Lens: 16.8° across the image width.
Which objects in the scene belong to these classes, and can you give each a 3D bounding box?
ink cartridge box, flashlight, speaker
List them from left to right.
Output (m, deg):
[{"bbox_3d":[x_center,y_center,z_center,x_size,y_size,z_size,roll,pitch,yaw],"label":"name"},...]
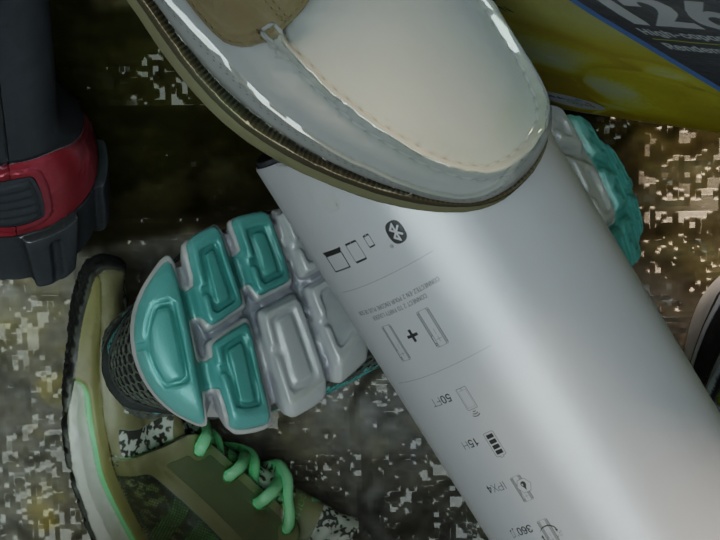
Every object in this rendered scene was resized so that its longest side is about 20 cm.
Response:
[{"bbox_3d":[-0.113,-0.076,0.743,0.068,0.068,0.200,27,146,17],"label":"flashlight"},{"bbox_3d":[0.054,0.033,0.714,0.081,0.081,0.200,-31,98,10],"label":"speaker"},{"bbox_3d":[0.063,-0.086,0.680,0.200,0.197,0.047,22,87,-40],"label":"ink cartridge box"}]

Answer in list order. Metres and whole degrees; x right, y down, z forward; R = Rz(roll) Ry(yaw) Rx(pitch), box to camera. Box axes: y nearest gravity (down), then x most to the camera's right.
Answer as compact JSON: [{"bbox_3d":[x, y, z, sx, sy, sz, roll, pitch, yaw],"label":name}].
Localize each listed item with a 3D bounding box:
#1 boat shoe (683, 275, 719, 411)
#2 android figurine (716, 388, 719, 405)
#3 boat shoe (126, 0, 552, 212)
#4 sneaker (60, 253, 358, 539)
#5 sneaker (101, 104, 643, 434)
[{"bbox_3d":[0.131,0.099,0.825,0.071,0.068,0.201,10,104,1],"label":"boat shoe"},{"bbox_3d":[0.194,0.025,0.783,0.181,0.041,0.201,18,93,-31],"label":"android figurine"},{"bbox_3d":[-0.026,-0.092,0.625,0.200,0.068,0.075,40,65,-5],"label":"boat shoe"},{"bbox_3d":[-0.048,0.082,0.838,0.088,0.077,0.201,-16,109,-3],"label":"sneaker"},{"bbox_3d":[0.000,0.000,0.790,0.199,0.091,0.078,-16,87,-30],"label":"sneaker"}]
